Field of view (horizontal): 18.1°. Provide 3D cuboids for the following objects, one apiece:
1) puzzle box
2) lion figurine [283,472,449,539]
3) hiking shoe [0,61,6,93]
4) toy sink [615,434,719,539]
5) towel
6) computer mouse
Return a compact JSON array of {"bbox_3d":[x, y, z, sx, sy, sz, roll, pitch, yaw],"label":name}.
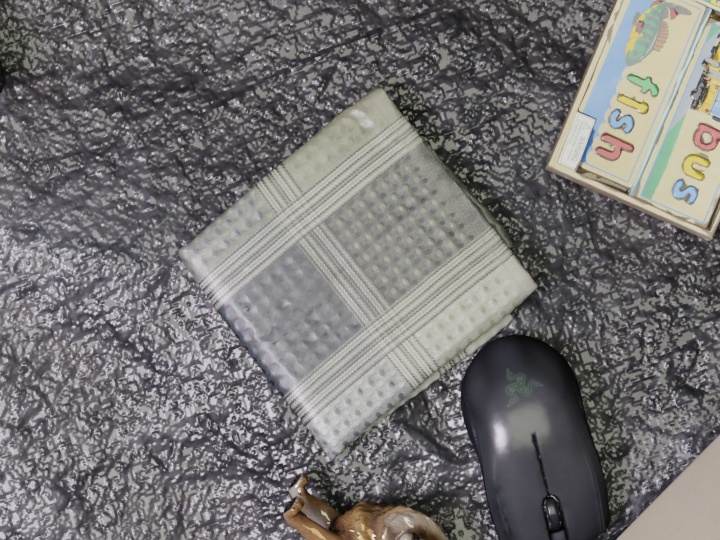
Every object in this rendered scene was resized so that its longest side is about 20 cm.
[{"bbox_3d":[0.231,-0.138,1.625,0.132,0.025,0.201,23,88,-1],"label":"puzzle box"},{"bbox_3d":[-0.034,0.228,1.600,0.122,0.073,0.200,42,103,-12],"label":"lion figurine"},{"bbox_3d":[-0.346,-0.152,1.604,0.199,0.076,0.101,27,97,9],"label":"hiking shoe"},{"bbox_3d":[0.251,0.225,1.550,0.200,0.130,0.112,-46,120,-1],"label":"toy sink"},{"bbox_3d":[0.000,0.000,1.621,0.200,0.035,0.193,-38,86,1],"label":"towel"},{"bbox_3d":[0.135,0.142,1.604,0.137,0.053,0.201,-20,89,0],"label":"computer mouse"}]
